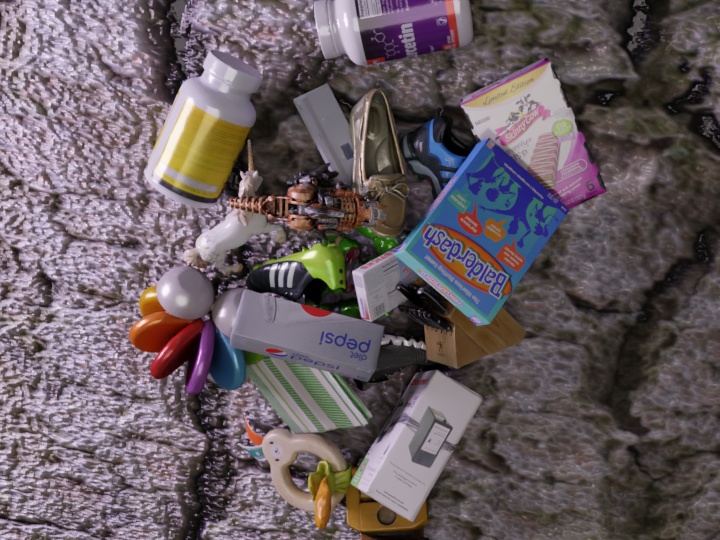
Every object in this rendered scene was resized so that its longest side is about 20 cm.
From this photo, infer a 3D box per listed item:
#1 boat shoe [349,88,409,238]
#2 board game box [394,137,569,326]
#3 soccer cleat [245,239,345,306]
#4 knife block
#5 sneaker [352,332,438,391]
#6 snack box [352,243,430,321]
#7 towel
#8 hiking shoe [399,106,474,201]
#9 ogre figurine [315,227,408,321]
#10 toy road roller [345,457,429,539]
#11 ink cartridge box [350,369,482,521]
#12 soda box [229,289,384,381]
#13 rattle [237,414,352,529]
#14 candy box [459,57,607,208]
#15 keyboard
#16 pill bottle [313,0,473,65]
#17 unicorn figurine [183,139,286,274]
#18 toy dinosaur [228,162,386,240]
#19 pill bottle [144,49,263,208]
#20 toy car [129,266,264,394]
[{"bbox_3d":[0.028,-0.146,1.340,0.073,0.063,0.201,-2,80,-16],"label":"boat shoe"},{"bbox_3d":[0.163,-0.051,1.300,0.152,0.045,0.200,39,75,-9],"label":"board game box"},{"bbox_3d":[-0.096,0.016,1.394,0.200,0.067,0.081,-19,77,46],"label":"soccer cleat"},{"bbox_3d":[0.142,0.038,1.375,0.200,0.064,0.176,-16,109,-37],"label":"knife block"},{"bbox_3d":[0.027,0.135,1.447,0.199,0.066,0.091,9,88,-17],"label":"sneaker"},{"bbox_3d":[0.071,-0.003,1.366,0.024,0.200,0.072,11,121,45],"label":"snack box"},{"bbox_3d":[-0.082,0.178,1.452,0.153,0.023,0.200,53,145,-12],"label":"towel"},{"bbox_3d":[0.142,-0.125,1.365,0.087,0.074,0.200,-34,104,33],"label":"hiking shoe"},{"bbox_3d":[0.000,0.000,1.414,0.120,0.098,0.201,16,97,10],"label":"ogre figurine"},{"bbox_3d":[0.048,0.399,1.542,0.122,0.146,0.201,-5,70,6],"label":"toy road roller"},{"bbox_3d":[0.079,0.250,1.424,0.084,0.145,0.200,33,78,-4],"label":"ink cartridge box"},{"bbox_3d":[-0.073,0.089,1.330,0.199,0.063,0.068,15,68,-4],"label":"soda box"},{"bbox_3d":[-0.122,0.306,1.470,0.200,0.143,0.130,34,128,5],"label":"rattle"},{"bbox_3d":[0.240,-0.174,1.360,0.136,0.061,0.200,-25,104,11],"label":"candy box"},{"bbox_3d":[-0.025,-0.163,1.369,0.056,0.011,0.200,-27,87,-17],"label":"keyboard"},{"bbox_3d":[0.044,-0.336,1.293,0.199,0.112,0.113,-10,107,7],"label":"pill bottle"},{"bbox_3d":[-0.170,-0.064,1.385,0.200,0.137,0.074,-48,62,4],"label":"unicorn figurine"},{"bbox_3d":[-0.066,-0.090,1.294,0.199,0.136,0.102,24,101,-3],"label":"toy dinosaur"},{"bbox_3d":[-0.212,-0.196,1.354,0.112,0.112,0.200,27,108,-5],"label":"pill bottle"},{"bbox_3d":[-0.234,0.104,1.406,0.199,0.150,0.175,22,137,-9],"label":"toy car"}]
